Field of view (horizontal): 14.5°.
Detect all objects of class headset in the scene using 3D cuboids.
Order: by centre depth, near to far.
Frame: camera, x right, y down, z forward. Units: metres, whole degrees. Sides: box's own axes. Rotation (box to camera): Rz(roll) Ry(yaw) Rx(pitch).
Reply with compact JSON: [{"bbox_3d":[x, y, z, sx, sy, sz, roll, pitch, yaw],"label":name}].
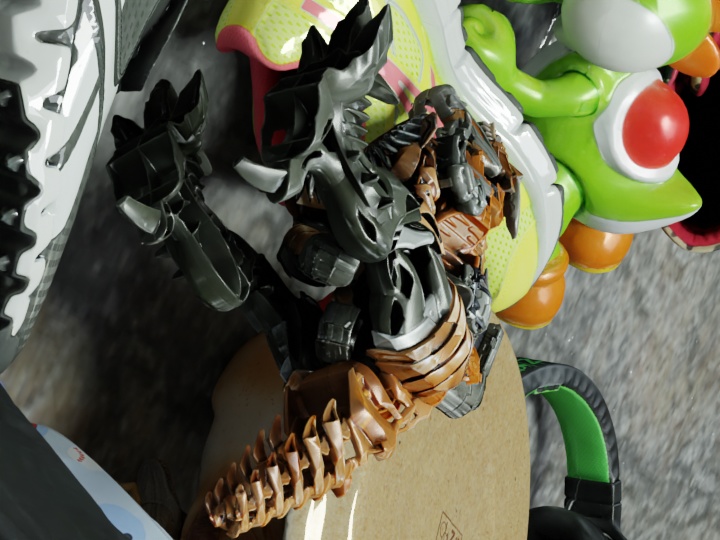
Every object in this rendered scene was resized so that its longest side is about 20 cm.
[{"bbox_3d":[0.055,0.136,1.196,0.123,0.094,0.201,-4,97,-53],"label":"headset"}]

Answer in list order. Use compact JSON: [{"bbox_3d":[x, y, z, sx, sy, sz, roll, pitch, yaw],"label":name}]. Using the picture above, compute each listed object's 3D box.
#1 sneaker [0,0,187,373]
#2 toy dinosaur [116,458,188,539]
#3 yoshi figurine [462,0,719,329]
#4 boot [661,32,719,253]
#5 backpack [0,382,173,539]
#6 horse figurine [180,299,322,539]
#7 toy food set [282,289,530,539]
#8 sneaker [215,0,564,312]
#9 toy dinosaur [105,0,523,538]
[{"bbox_3d":[-0.088,-0.065,0.814,0.090,0.066,0.201,-16,120,-51],"label":"sneaker"},{"bbox_3d":[-0.109,0.126,0.911,0.200,0.060,0.107,-45,144,-34],"label":"toy dinosaur"},{"bbox_3d":[0.070,-0.084,1.059,0.111,0.113,0.201,0,133,-16],"label":"yoshi figurine"},{"bbox_3d":[0.170,-0.101,1.162,0.151,0.073,0.201,-37,151,-75],"label":"boot"},{"bbox_3d":[-0.127,0.135,0.778,0.191,0.200,0.154,-54,149,15],"label":"backpack"},{"bbox_3d":[-0.026,0.081,1.000,0.133,0.050,0.201,66,36,-47],"label":"horse figurine"},{"bbox_3d":[0.008,0.095,0.959,0.198,0.048,0.201,23,74,-66],"label":"toy food set"},{"bbox_3d":[0.002,-0.045,0.972,0.090,0.078,0.200,-53,136,-24],"label":"sneaker"},{"bbox_3d":[0.000,0.000,0.843,0.136,0.102,0.200,55,16,-23],"label":"toy dinosaur"}]
